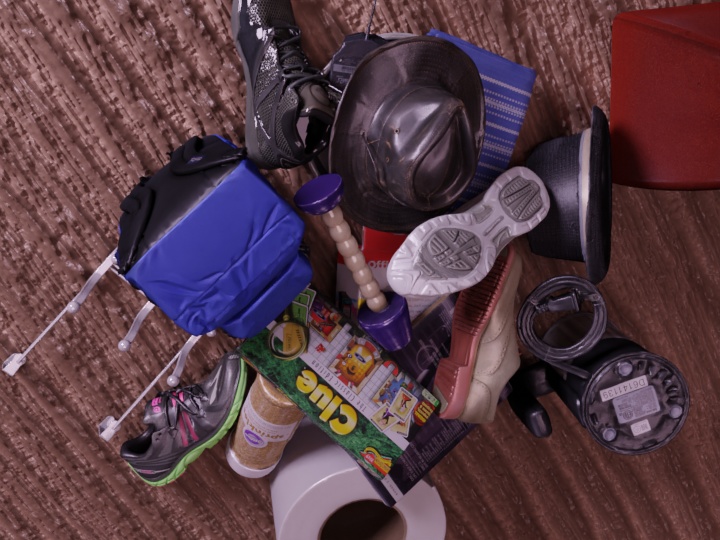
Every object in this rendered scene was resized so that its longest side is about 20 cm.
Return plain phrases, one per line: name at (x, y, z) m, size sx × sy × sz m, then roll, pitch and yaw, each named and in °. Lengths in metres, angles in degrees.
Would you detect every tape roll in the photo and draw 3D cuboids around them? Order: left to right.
tape roll at (-0.009, 0.286, 0.913) m, size 0.203 × 0.139 × 0.203 m, roll -4°, pitch 110°, yaw -11°

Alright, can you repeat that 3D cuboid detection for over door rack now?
over door rack at (-0.279, 0.091, 0.824) m, size 0.200 × 0.067 × 0.148 m, roll -44°, pitch 111°, yaw 7°

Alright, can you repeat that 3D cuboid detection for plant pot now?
plant pot at (0.407, -0.183, 0.801) m, size 0.200 × 0.176 × 0.200 m, roll -9°, pitch 111°, yaw -8°

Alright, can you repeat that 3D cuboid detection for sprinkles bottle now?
sprinkles bottle at (-0.104, 0.167, 0.838) m, size 0.068 × 0.068 × 0.200 m, roll 10°, pitch 140°, yaw -15°

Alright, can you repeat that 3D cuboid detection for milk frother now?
milk frother at (0.261, 0.088, 0.869) m, size 0.180 × 0.188 × 0.200 m, roll -3°, pitch 100°, yaw -1°

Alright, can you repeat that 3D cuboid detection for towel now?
towel at (0.102, -0.140, 0.793) m, size 0.145 × 0.024 × 0.200 m, roll 12°, pitch 102°, yaw -26°

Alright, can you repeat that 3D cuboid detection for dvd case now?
dvd case at (0.065, 0.142, 0.819) m, size 0.200 × 0.016 × 0.149 m, roll -40°, pitch 109°, yaw -17°

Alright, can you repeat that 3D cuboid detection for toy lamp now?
toy lamp at (0.000, 0.000, 0.740) m, size 0.058 × 0.058 × 0.200 m, roll -29°, pitch 122°, yaw 0°

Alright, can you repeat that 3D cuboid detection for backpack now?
backpack at (-0.150, -0.033, 0.733) m, size 0.162 × 0.200 × 0.168 m, roll -40°, pitch 122°, yaw -5°

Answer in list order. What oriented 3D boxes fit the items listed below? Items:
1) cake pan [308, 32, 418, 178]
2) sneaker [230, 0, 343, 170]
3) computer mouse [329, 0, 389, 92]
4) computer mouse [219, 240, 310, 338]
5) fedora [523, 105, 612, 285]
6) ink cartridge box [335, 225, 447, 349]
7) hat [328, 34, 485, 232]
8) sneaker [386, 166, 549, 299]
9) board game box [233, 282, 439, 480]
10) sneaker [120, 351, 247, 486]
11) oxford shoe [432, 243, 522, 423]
cake pan at (0.033, -0.157, 0.810) m, size 0.200 × 0.037 × 0.200 m, roll -4°, pitch 111°, yaw -10°
sneaker at (-0.066, -0.200, 0.720) m, size 0.076 × 0.114 × 0.200 m, roll -11°, pitch 102°, yaw -44°
computer mouse at (0.009, -0.246, 0.738) m, size 0.059 × 0.034 × 0.200 m, roll 12°, pitch 103°, yaw 2°
computer mouse at (-0.062, 0.071, 0.866) m, size 0.139 × 0.053 × 0.200 m, roll -49°, pitch 113°, yaw -14°
fedora at (0.229, -0.083, 0.825) m, size 0.092 × 0.201 × 0.201 m, roll -1°, pitch 114°, yaw 22°
ink cartridge box at (0.036, 0.033, 0.841) m, size 0.116 × 0.067 × 0.200 m, roll 1°, pitch 95°, yaw -25°
hat at (0.064, -0.121, 0.714) m, size 0.200 × 0.081 × 0.201 m, roll -11°, pitch 116°, yaw -23°
sneaker at (0.104, -0.026, 0.760) m, size 0.200 × 0.099 × 0.078 m, roll -31°, pitch 87°, yaw -23°
board game box at (-0.021, 0.110, 0.757) m, size 0.200 × 0.023 × 0.105 m, roll 43°, pitch 71°, yaw -8°
sneaker at (-0.206, 0.170, 0.864) m, size 0.084 × 0.077 × 0.200 m, roll 39°, pitch 98°, yaw -25°
oxford shoe at (0.141, 0.070, 0.800) m, size 0.074 × 0.071 × 0.200 m, roll 17°, pitch 97°, yaw -18°
